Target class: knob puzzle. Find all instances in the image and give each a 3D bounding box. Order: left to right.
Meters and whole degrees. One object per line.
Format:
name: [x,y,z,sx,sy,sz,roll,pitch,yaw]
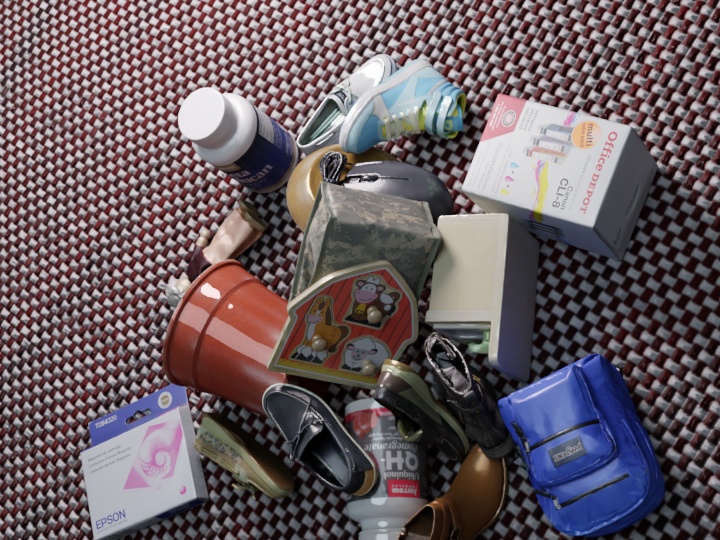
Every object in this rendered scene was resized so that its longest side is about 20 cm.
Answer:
knob puzzle: [-0.006,0.074,1.620,0.219,0.219,0.031,-39,38,12]

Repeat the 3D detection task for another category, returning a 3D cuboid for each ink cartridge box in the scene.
ink cartridge box: [-0.339,0.290,1.887,0.195,0.043,0.202,-26,65,19]
ink cartridge box: [0.267,-0.124,1.631,0.199,0.144,0.147,19,83,30]

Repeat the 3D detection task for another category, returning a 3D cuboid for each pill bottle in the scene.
pill bottle: [-0.187,-0.200,1.865,0.110,0.200,0.112,-9,70,26]
pill bottle: [0.035,0.278,1.648,0.110,0.111,0.202,-11,70,25]

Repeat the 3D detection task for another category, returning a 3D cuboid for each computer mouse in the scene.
computer mouse: [0.037,-0.112,1.722,0.198,0.053,0.140,8,54,-2]

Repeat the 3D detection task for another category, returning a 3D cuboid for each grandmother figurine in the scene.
grandmother figurine: [-0.230,-0.014,1.918,0.200,0.060,0.122,-46,32,12]

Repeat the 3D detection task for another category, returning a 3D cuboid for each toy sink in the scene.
toy sink: [0.161,0.040,1.645,0.111,0.130,0.202,-2,75,28]

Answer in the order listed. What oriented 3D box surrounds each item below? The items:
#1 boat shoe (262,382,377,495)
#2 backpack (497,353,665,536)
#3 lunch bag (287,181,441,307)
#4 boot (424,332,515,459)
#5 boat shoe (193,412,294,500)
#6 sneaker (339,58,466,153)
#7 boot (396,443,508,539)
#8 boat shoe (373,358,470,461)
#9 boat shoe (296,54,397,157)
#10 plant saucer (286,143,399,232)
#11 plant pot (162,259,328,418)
boat shoe: [-0.061,0.218,1.607,0.200,0.062,0.075,42,109,26]
backpack: [0.267,0.225,1.510,0.162,0.167,0.202,-29,69,22]
lunch bag: [0.000,0.000,1.663,0.118,0.162,0.202,-107,31,-56]
boot: [0.126,0.137,1.587,0.069,0.175,0.200,-36,41,-2]
boat shoe: [-0.170,0.280,1.786,0.200,0.073,0.063,35,98,43]
sneaker: [0.072,-0.217,1.772,0.130,0.080,0.200,35,65,28]
boot: [0.116,0.305,1.570,0.073,0.154,0.202,16,82,31]
boat shoe: [0.073,0.193,1.592,0.073,0.200,0.065,14,61,49]
boat shoe: [-0.019,-0.249,1.869,0.073,0.067,0.201,37,93,31]
plant saucer: [-0.007,-0.116,1.774,0.198,0.036,0.202,4,55,-5]
plant pot: [-0.146,0.116,1.760,0.194,0.201,0.202,26,87,24]
